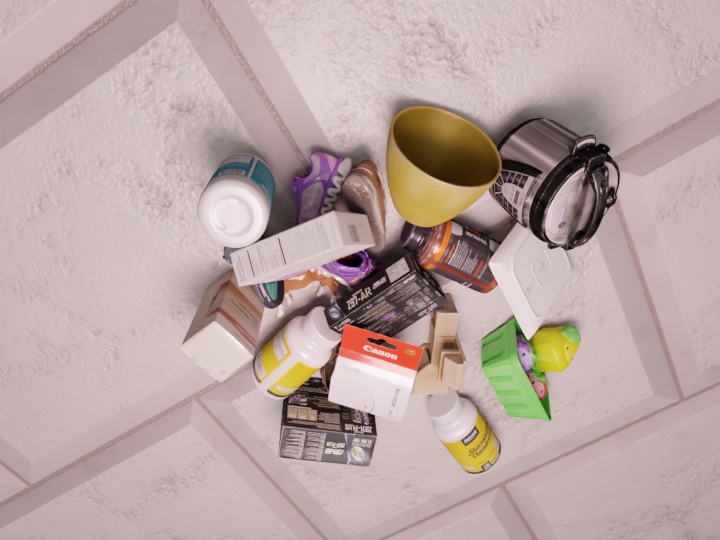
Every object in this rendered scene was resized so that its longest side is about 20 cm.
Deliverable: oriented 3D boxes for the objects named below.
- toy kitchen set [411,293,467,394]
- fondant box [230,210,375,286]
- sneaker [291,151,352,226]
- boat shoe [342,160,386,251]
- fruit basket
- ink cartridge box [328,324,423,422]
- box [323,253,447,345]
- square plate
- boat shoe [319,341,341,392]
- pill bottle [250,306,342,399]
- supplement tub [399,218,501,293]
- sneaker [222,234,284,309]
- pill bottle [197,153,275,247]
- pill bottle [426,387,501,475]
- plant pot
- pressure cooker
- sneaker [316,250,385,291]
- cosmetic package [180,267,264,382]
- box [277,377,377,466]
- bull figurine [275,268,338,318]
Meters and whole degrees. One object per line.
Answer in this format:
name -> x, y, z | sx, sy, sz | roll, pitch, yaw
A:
toy kitchen set -> 0.110, 0.175, 1.072 | 0.176, 0.164, 0.204 | 1, 116, -5
fondant box -> -0.091, -0.035, 0.862 | 0.196, 0.144, 0.060 | -18, 86, 22
sneaker -> -0.092, -0.129, 0.958 | 0.087, 0.081, 0.203 | 25, 106, -11
boat shoe -> 0.019, -0.112, 0.950 | 0.074, 0.073, 0.202 | 17, 148, 15
fruit basket -> 0.379, 0.200, 1.125 | 0.210, 0.157, 0.220 | 7, 127, 9
ink cartridge box -> 0.025, 0.206, 1.019 | 0.159, 0.058, 0.202 | 16, 139, 5
box -> 0.051, 0.068, 1.013 | 0.198, 0.044, 0.160 | -34, 143, 16
square plate -> 0.341, -0.005, 1.010 | 0.199, 0.028, 0.202 | -48, 119, -25
boat shoe -> -0.043, 0.169, 1.108 | 0.074, 0.072, 0.204 | 5, 116, -7
pill bottle -> -0.126, 0.164, 1.059 | 0.111, 0.112, 0.200 | 36, 121, -20
supplement tub -> 0.175, -0.039, 1.001 | 0.196, 0.108, 0.108 | 23, 113, -14
sneaker -> -0.206, -0.013, 0.972 | 0.086, 0.074, 0.204 | -28, 72, 22
pill bottle -> -0.199, -0.127, 0.877 | 0.108, 0.201, 0.113 | -1, 117, -2
pill bottle -> 0.234, 0.366, 1.204 | 0.111, 0.113, 0.201 | -32, 115, 12
plant pot -> 0.122, -0.162, 0.908 | 0.195, 0.203, 0.143 | 13, 139, -11
pressure cooker -> 0.333, -0.144, 0.887 | 0.179, 0.201, 0.175 | -49, 135, 13
sneaker -> 0.000, 0.000, 0.993 | 0.198, 0.083, 0.083 | 23, 70, -36
cosmetic package -> -0.248, 0.095, 0.983 | 0.087, 0.201, 0.104 | -35, 115, 15
box -> -0.071, 0.320, 1.130 | 0.195, 0.165, 0.088 | 9, 116, -9
bull figurine -> -0.135, 0.019, 1.032 | 0.195, 0.066, 0.124 | -11, 120, 3
